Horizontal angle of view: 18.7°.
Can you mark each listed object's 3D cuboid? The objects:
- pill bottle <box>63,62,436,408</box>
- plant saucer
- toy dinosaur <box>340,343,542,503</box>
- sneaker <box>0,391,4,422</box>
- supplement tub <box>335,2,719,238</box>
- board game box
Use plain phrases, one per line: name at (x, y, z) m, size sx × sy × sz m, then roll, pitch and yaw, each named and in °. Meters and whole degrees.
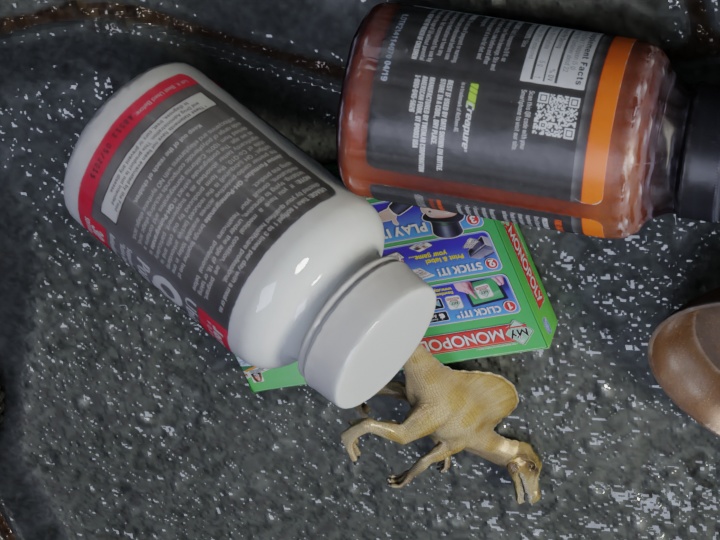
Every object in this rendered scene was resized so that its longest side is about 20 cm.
pill bottle at (-0.058, -0.017, 1.197) m, size 0.200 × 0.111 × 0.111 m, roll 38°, pitch 133°, yaw 21°
plant saucer at (0.257, 0.059, 1.196) m, size 0.200 × 0.035 × 0.200 m, roll 19°, pitch 155°, yaw 9°
toy dinosaur at (0.041, 0.079, 1.304) m, size 0.101 × 0.058 × 0.200 m, roll -19°, pitch 140°, yaw 19°
sneaker at (-0.298, 0.141, 1.477) m, size 0.082 × 0.078 × 0.200 m, roll 22°, pitch 121°, yaw 8°
supplement tub at (0.094, -0.075, 1.145) m, size 0.200 × 0.107 × 0.107 m, roll 11°, pitch 128°, yaw 12°
board game box at (0.000, 0.000, 1.286) m, size 0.200 × 0.029 × 0.135 m, roll -10°, pitch 123°, yaw 25°
